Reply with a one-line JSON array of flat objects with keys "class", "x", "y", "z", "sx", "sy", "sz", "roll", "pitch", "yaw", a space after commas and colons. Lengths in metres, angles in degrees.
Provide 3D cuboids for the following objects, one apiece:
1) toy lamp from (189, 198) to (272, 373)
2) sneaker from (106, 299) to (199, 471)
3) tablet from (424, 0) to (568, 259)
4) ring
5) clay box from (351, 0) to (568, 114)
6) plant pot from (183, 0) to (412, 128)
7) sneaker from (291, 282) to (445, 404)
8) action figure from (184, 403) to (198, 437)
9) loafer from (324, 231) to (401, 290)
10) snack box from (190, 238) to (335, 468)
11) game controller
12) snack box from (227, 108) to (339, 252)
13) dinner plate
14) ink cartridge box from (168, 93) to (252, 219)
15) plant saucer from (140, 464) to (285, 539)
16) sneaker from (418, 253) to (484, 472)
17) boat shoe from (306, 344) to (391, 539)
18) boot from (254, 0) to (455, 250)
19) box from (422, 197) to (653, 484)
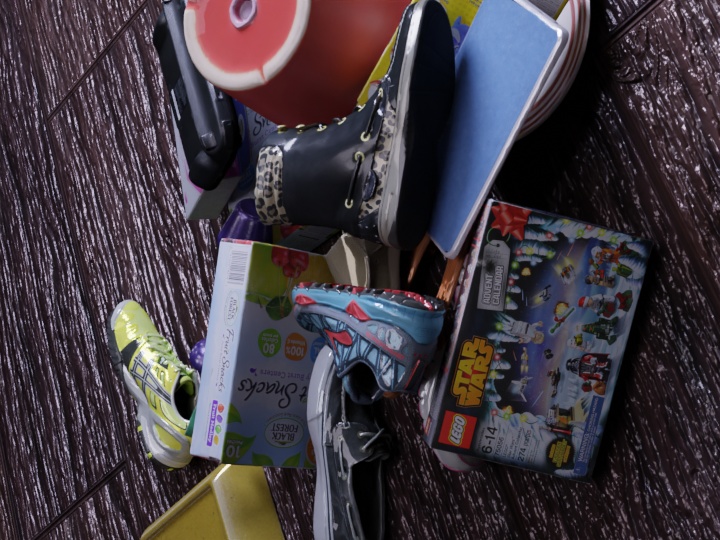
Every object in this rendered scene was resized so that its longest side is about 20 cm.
[{"class": "toy lamp", "x": -0.127, "y": 0.018, "z": 1.354, "sx": 0.058, "sy": 0.058, "sz": 0.201, "roll": 50, "pitch": 137, "yaw": 39}, {"class": "sneaker", "x": -0.215, "y": 0.116, "z": 1.480, "sx": 0.076, "sy": 0.075, "sz": 0.201, "roll": -37, "pitch": 68, "yaw": 27}, {"class": "tablet", "x": 0.093, "y": -0.122, "z": 1.085, "sx": 0.201, "sy": 0.014, "sz": 0.130, "roll": -64, "pitch": 31, "yaw": 19}, {"class": "ring", "x": 0.060, "y": 0.017, "z": 1.173, "sx": 0.200, "sy": 0.019, "sz": 0.202, "roll": -159, "pitch": 90, "yaw": -81}, {"class": "clay box", "x": 0.082, "y": -0.182, "z": 1.153, "sx": 0.201, "sy": 0.114, "sz": 0.048, "roll": -59, "pitch": 3, "yaw": 19}, {"class": "plant pot", "x": -0.053, "y": -0.218, "z": 1.227, "sx": 0.199, "sy": 0.177, "sz": 0.202, "roll": -3, "pitch": 85, "yaw": 34}, {"class": "sneaker", "x": -0.007, "y": 0.060, "z": 1.115, "sx": 0.200, "sy": 0.079, "sz": 0.096, "roll": 4, "pitch": 85, "yaw": 64}, {"class": "action figure", "x": -0.093, "y": 0.082, "z": 1.343, "sx": 0.055, "sy": 0.118, "sz": 0.201, "roll": 17, "pitch": 86, "yaw": 58}, {"class": "loafer", "x": 0.000, "y": 0.000, "z": 1.245, "sx": 0.076, "sy": 0.068, "sz": 0.202, "roll": 130, "pitch": 150, "yaw": -65}, {"class": "snack box", "x": -0.078, "y": 0.081, "z": 1.271, "sx": 0.053, "sy": 0.142, "sz": 0.202, "roll": 6, "pitch": 86, "yaw": 47}, {"class": "game controller", "x": -0.158, "y": -0.179, "z": 1.296, "sx": 0.104, "sy": 0.042, "sz": 0.201, "roll": 121, "pitch": 137, "yaw": -58}, {"class": "snack box", "x": -0.082, "y": -0.116, "z": 1.389, "sx": 0.142, "sy": 0.053, "sz": 0.201, "roll": -32, "pitch": 60, "yaw": 37}, {"class": "dinner plate", "x": 0.129, "y": -0.206, "z": 1.206, "sx": 0.199, "sy": 0.024, "sz": 0.202, "roll": -10, "pitch": 76, "yaw": 44}, {"class": "ink cartridge box", "x": -0.160, "y": -0.172, "z": 1.374, "sx": 0.200, "sy": 0.043, "sz": 0.198, "roll": 136, "pitch": 127, "yaw": -70}, {"class": "plant saucer", "x": -0.157, "y": 0.309, "z": 1.391, "sx": 0.200, "sy": 0.048, "sz": 0.201, "roll": -42, "pitch": 54, "yaw": 33}, {"class": "sneaker", "x": 0.114, "y": 0.076, "z": 1.127, "sx": 0.088, "sy": 0.081, "sz": 0.202, "roll": 19, "pitch": 97, "yaw": 48}, {"class": "boat shoe", "x": -0.002, "y": 0.167, "z": 1.250, "sx": 0.071, "sy": 0.072, "sz": 0.202, "roll": -2, "pitch": 91, "yaw": 37}, {"class": "boot", "x": -0.007, "y": -0.124, "z": 1.116, "sx": 0.153, "sy": 0.073, "sz": 0.205, "roll": 6, "pitch": 86, "yaw": 33}, {"class": "box", "x": 0.139, "y": 0.056, "z": 1.067, "sx": 0.040, "sy": 0.136, "sz": 0.202, "roll": -139, "pitch": 62, "yaw": -82}]
